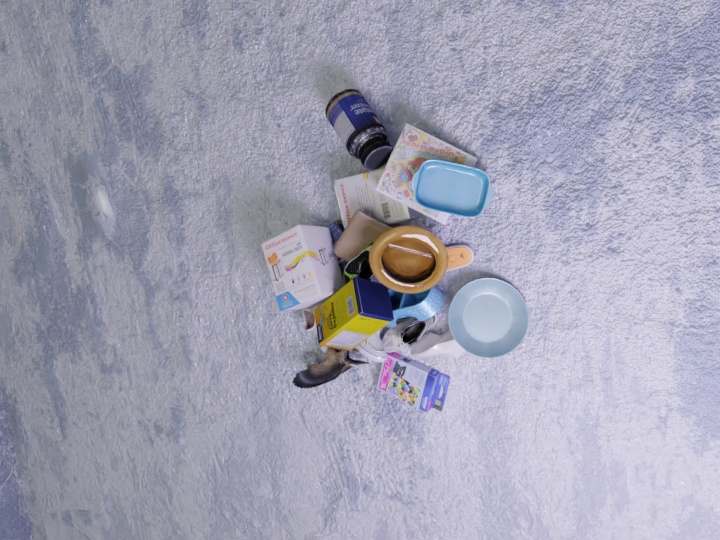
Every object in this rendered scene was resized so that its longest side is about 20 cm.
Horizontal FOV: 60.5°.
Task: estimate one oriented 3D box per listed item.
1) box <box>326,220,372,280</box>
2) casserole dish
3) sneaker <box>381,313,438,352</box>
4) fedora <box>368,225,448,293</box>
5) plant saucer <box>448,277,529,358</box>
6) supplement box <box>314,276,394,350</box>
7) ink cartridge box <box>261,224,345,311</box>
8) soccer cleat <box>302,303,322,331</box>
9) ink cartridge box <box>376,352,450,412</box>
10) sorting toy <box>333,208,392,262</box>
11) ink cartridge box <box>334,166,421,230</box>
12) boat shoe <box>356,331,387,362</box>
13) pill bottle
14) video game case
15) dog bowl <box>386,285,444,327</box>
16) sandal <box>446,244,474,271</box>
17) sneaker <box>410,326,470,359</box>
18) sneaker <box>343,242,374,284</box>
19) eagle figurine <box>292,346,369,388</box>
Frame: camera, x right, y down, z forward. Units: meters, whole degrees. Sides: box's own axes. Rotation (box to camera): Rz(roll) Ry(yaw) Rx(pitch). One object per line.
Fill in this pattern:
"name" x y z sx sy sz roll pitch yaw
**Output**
"box" -0.055 -0.027 1.765 0.121 0.032 0.201 -35 82 27
"casserole dish" 0.222 -0.200 1.509 0.199 0.039 0.122 13 100 2
"sneaker" 0.112 0.174 1.679 0.200 0.115 0.076 -39 84 31
"fedora" 0.120 -0.038 1.553 0.199 0.082 0.202 0 119 1
"plant saucer" 0.322 0.121 1.563 0.200 0.039 0.202 0 85 5
"supplement box" -0.021 0.118 1.645 0.200 0.108 0.110 -40 49 39
"ink cartridge box" -0.155 -0.007 1.707 0.147 0.144 0.201 -22 79 27
"soccer cleat" -0.133 0.086 1.811 0.069 0.077 0.201 15 113 27
"ink cartridge box" 0.147 0.318 1.743 0.199 0.042 0.120 20 112 22
"sorting toy" 0.045 -0.061 1.653 0.199 0.037 0.185 30 137 -4
"ink cartridge box" 0.045 -0.194 1.641 0.199 0.084 0.146 -9 99 30
"boat shoe" 0.018 0.165 1.735 0.202 0.074 0.086 49 127 39
"pill bottle" 0.000 -0.358 1.581 0.112 0.112 0.200 -46 63 30
"video game case" 0.162 -0.239 1.537 0.199 0.023 0.183 26 99 0
"dog bowl" 0.125 0.084 1.643 0.199 0.112 0.050 -16 129 35
"sandal" 0.194 -0.021 1.616 0.206 0.059 0.080 -18 93 32
"sneaker" 0.225 0.211 1.659 0.199 0.075 0.089 -21 123 40
"sneaker" 0.000 0.000 1.645 0.072 0.083 0.200 31 137 -5
"eagle figurine" -0.087 0.271 1.806 0.200 0.151 0.151 -53 32 13
